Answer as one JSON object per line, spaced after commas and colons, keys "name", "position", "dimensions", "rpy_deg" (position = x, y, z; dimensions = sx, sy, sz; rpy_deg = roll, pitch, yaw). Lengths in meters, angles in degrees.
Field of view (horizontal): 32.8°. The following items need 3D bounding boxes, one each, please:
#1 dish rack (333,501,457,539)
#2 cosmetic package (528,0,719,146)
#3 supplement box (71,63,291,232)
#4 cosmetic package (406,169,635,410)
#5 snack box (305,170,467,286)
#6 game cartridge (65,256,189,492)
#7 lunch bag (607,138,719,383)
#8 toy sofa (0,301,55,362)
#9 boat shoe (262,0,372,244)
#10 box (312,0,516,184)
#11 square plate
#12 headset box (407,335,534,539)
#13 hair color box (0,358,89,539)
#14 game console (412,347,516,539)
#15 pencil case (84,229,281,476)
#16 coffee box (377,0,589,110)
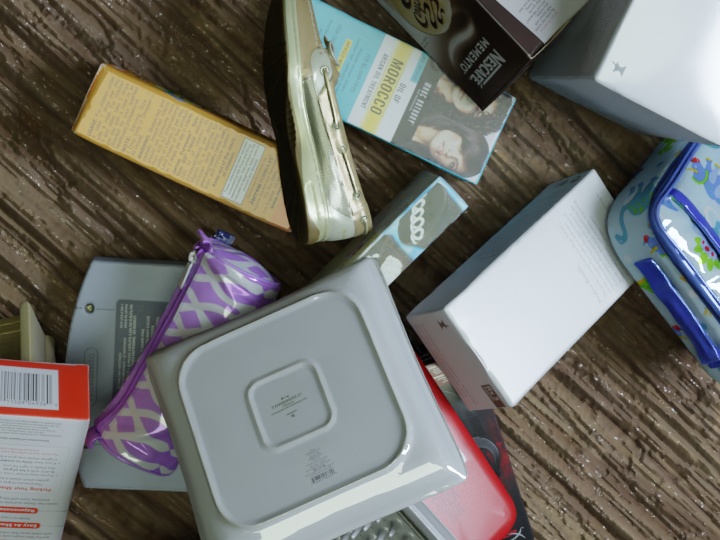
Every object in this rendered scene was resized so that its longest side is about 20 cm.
{"name": "dish rack", "position": [0.002, 0.240, 0.959], "dimensions": [0.172, 0.044, 0.200], "rpy_deg": [48, 126, -3]}
{"name": "cosmetic package", "position": [0.248, -0.217, 0.966], "dimensions": [0.122, 0.200, 0.201], "rpy_deg": [24, 96, -8]}
{"name": "supplement box", "position": [-0.135, -0.103, 1.018], "dimensions": [0.198, 0.067, 0.069], "rpy_deg": [22, 96, -8]}
{"name": "cosmetic package", "position": [0.142, 0.015, 1.015], "dimensions": [0.200, 0.074, 0.102], "rpy_deg": [-39, 99, -26]}
{"name": "snack box", "position": [0.000, 0.000, 1.019], "dimensions": [0.200, 0.116, 0.037], "rpy_deg": [-45, 98, 3]}
{"name": "game cartridge", "position": [-0.188, 0.090, 1.059], "dimensions": [0.132, 0.042, 0.202], "rpy_deg": [4, 98, -1]}
{"name": "lunch bag", "position": [0.308, -0.014, 1.030], "dimensions": [0.200, 0.082, 0.161], "rpy_deg": [51, 59, -11]}
{"name": "toy sofa", "position": [-0.355, 0.105, 1.023], "dimensions": [0.198, 0.083, 0.098], "rpy_deg": [-13, 140, -3]}
{"name": "boat shoe", "position": [-0.034, -0.124, 0.969], "dimensions": [0.062, 0.073, 0.203], "rpy_deg": [-8, 87, -19]}
{"name": "box", "position": [0.024, -0.152, 1.033], "dimensions": [0.198, 0.049, 0.083], "rpy_deg": [24, 96, -8]}
{"name": "square plate", "position": [-0.047, 0.103, 0.902], "dimensions": [0.198, 0.029, 0.199], "rpy_deg": [-24, 60, 0]}
{"name": "headset box", "position": [0.050, 0.156, 1.068], "dimensions": [0.147, 0.077, 0.202], "rpy_deg": [-18, 101, -2]}
{"name": "hair color box", "position": [-0.283, 0.161, 0.991], "dimensions": [0.100, 0.062, 0.201], "rpy_deg": [7, 130, -20]}
{"name": "game console", "position": [0.002, 0.181, 1.021], "dimensions": [0.172, 0.118, 0.201], "rpy_deg": [-39, 102, -28]}
{"name": "pencil case", "position": [-0.142, 0.068, 0.998], "dimensions": [0.085, 0.084, 0.201], "rpy_deg": [25, 95, -43]}
{"name": "coffee box", "position": [0.071, -0.240, 0.967], "dimensions": [0.200, 0.113, 0.080], "rpy_deg": [46, 69, 0]}
